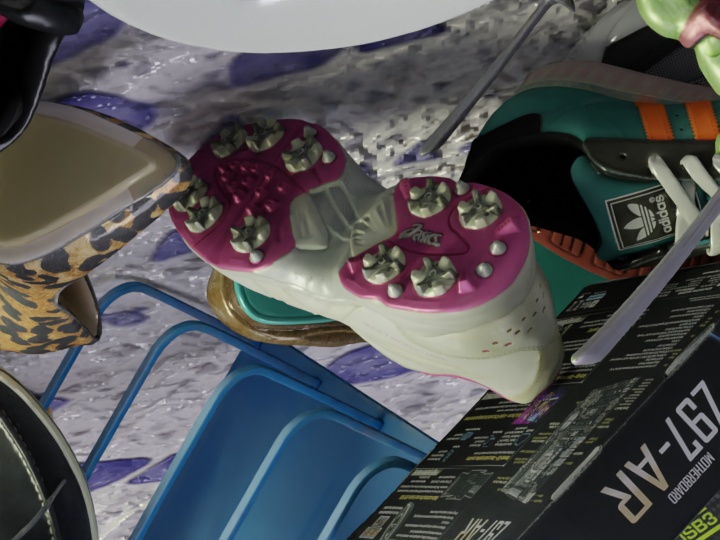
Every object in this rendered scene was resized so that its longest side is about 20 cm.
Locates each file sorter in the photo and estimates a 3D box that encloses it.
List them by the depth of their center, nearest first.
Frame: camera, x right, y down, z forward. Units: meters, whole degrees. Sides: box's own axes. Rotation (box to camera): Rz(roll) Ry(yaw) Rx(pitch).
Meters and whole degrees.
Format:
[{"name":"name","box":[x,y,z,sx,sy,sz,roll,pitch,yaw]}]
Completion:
[{"name":"file sorter","box":[-0.049,0.109,1.148,0.123,0.200,0.139,29,91,-48]}]

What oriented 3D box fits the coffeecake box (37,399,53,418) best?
[{"name":"coffeecake box","box":[-0.208,0.114,1.177,0.073,0.154,0.200,-18,155,16]}]

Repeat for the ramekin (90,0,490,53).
[{"name":"ramekin","box":[-0.013,-0.149,0.767,0.200,0.098,0.201,-10,155,-5]}]

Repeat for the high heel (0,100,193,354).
[{"name":"high heel","box":[-0.106,-0.011,1.042,0.199,0.072,0.142,-11,155,40]}]

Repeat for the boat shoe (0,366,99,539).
[{"name":"boat shoe","box":[-0.149,0.135,1.087,0.074,0.201,0.062,-14,176,17]}]

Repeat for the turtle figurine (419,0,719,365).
[{"name":"turtle figurine","box":[0.125,-0.087,0.917,0.193,0.201,0.144,-8,-170,-19]}]

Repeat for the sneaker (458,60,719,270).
[{"name":"sneaker","box":[0.128,-0.031,0.964,0.199,0.080,0.072,5,127,36]}]

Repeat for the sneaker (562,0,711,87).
[{"name":"sneaker","box":[0.178,-0.066,1.013,0.199,0.114,0.075,-18,155,12]}]

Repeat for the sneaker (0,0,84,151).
[{"name":"sneaker","box":[-0.158,-0.071,0.881,0.077,0.084,0.200,7,152,-34]}]

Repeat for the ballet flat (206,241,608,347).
[{"name":"ballet flat","box":[0.022,0.009,1.178,0.199,0.068,0.072,-3,174,-19]}]

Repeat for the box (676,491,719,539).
[{"name":"box","box":[0.136,0.066,1.037,0.048,0.193,0.200,45,123,-9]}]

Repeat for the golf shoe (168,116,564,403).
[{"name":"golf shoe","box":[0.000,0.000,1.009,0.075,0.200,0.092,-49,131,-15]}]

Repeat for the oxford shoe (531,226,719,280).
[{"name":"oxford shoe","box":[0.151,-0.036,1.126,0.199,0.075,0.071,13,129,-7]}]

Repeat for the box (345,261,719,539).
[{"name":"box","box":[0.082,0.068,0.971,0.160,0.044,0.200,-46,-172,-14]}]
